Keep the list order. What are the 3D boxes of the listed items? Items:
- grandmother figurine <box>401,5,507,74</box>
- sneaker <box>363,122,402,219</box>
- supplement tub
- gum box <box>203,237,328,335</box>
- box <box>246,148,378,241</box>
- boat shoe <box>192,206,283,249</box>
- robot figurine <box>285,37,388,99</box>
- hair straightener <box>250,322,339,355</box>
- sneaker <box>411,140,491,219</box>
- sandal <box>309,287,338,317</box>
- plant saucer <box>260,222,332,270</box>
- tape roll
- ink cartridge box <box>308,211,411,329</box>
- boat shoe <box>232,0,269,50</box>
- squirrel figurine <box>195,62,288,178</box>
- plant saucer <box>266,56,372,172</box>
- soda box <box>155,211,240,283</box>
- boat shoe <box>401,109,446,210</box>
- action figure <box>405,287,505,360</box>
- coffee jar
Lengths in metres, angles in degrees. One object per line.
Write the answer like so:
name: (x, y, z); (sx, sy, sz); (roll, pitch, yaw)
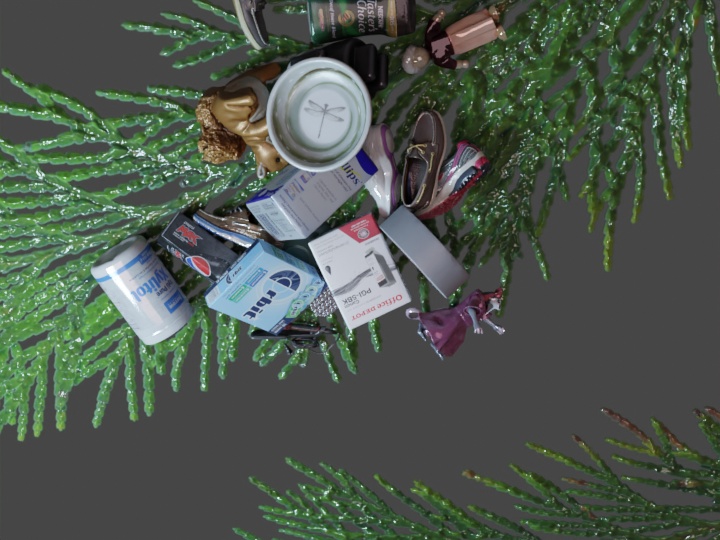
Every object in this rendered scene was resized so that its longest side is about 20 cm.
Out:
grandmother figurine: (0.168, -0.433, 1.627); (0.199, 0.061, 0.122); (-25, 103, 8)
sneaker: (0.028, -0.199, 1.736); (0.099, 0.075, 0.201); (-1, 116, 22)
supplement tub: (-0.456, 0.040, 1.803); (0.132, 0.132, 0.200); (-28, 111, 12)
gum box: (-0.190, 0.038, 1.767); (0.170, 0.045, 0.200); (-43, 138, 17)
box: (-0.096, -0.159, 1.643); (0.200, 0.184, 0.105); (-44, 106, -16)
boat shoe: (-0.247, -0.091, 1.778); (0.199, 0.072, 0.073); (24, 87, 3)
robot figurine: (-0.045, -0.362, 1.602); (0.199, 0.125, 0.151); (-6, 127, 33)
hair straightener: (-0.145, 0.148, 1.903); (0.199, 0.041, 0.077); (4, 114, -6)
sneaker: (0.176, -0.175, 1.738); (0.200, 0.081, 0.075); (-44, 70, 28)
sandal: (-0.021, 0.025, 1.834); (0.200, 0.048, 0.075); (-30, 97, 11)
plant saucer: (-0.137, -0.026, 1.827); (0.199, 0.027, 0.201); (0, 115, 1)
tape roll: (0.128, -0.037, 1.720); (0.066, 0.200, 0.200); (-44, 107, 1)
ink cartridge box: (0.000, 0.000, 1.759); (0.146, 0.083, 0.201); (-26, 96, 2)
boat shoe: (-0.201, -0.511, 1.587); (0.066, 0.072, 0.201); (-14, 109, 12)
squirrel figurine: (-0.220, -0.274, 1.678); (0.199, 0.142, 0.187); (-11, 125, 21)
plant saucer: (-0.068, -0.274, 1.529); (0.199, 0.050, 0.201); (1, 94, 19)
soda box: (-0.321, -0.031, 1.791); (0.200, 0.063, 0.071); (37, 66, -14)
boat shoe: (0.120, -0.218, 1.691); (0.072, 0.059, 0.201); (13, 99, 34)
action figure: (0.223, 0.095, 1.858); (0.200, 0.134, 0.149); (-41, 65, 4)
coffee jar: (0.003, -0.479, 1.591); (0.199, 0.085, 0.105); (-5, 115, 2)
